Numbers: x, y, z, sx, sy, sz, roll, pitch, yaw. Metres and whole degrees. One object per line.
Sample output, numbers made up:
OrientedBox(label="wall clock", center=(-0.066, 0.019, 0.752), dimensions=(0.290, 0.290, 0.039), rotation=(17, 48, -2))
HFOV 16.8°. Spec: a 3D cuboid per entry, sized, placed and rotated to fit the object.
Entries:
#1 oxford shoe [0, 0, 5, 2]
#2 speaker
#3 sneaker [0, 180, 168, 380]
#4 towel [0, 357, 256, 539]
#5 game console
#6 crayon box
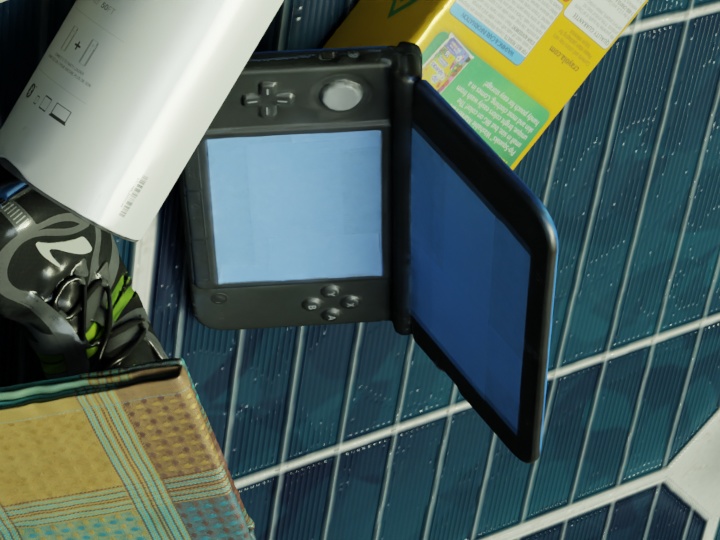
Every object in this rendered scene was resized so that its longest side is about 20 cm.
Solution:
OrientedBox(label="oxford shoe", center=(-0.205, -0.136, 0.978), dimensions=(0.199, 0.076, 0.058), rotation=(-1, 169, -40))
OrientedBox(label="speaker", center=(-0.080, -0.118, 1.072), dimensions=(0.081, 0.081, 0.201), rotation=(25, 97, -50))
OrientedBox(label="sneaker", center=(-0.128, 0.028, 1.168), dimensions=(0.071, 0.083, 0.200), rotation=(-35, 138, -11))
OrientedBox(label="towel", center=(-0.162, 0.104, 1.174), dimensions=(0.198, 0.022, 0.147), rotation=(-10, 138, 7))
OrientedBox(label="game console", center=(0.000, 0.000, 1.164), dimensions=(0.169, 0.119, 0.201), rotation=(-3, 142, -2))
OrientedBox(label="crayon box", center=(0.067, -0.129, 1.235), dimensions=(0.200, 0.052, 0.126), rotation=(-52, 141, 6))
